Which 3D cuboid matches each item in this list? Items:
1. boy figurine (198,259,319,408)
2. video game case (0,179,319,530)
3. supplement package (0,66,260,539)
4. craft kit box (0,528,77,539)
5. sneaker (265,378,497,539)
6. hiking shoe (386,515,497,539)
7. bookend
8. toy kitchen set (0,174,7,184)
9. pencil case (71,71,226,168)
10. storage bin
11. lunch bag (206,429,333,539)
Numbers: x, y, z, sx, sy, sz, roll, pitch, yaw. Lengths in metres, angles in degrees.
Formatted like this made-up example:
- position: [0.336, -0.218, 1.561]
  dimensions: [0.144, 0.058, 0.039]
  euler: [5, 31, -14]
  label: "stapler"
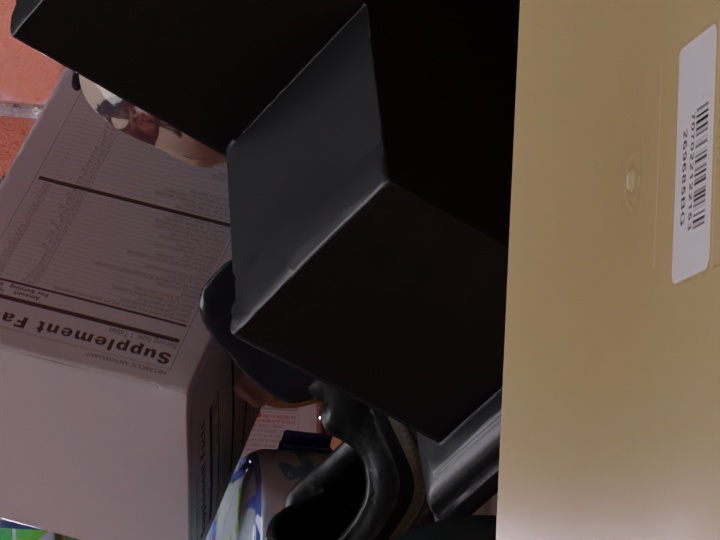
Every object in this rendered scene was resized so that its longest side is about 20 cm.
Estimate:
- position: [0.000, 0.000, 0.996]
  dimensions: [0.125, 0.064, 0.200]
  euler: [-50, -4, 10]
  label: "boy figurine"
- position: [-0.120, 0.046, 1.349]
  dimensions: [0.046, 0.198, 0.183]
  euler: [109, 163, -62]
  label: "video game case"
- position: [-0.088, 0.002, 1.060]
  dimensions: [0.110, 0.113, 0.201]
  euler: [93, -165, -46]
  label: "supplement package"
- position: [-0.112, 0.227, 1.329]
  dimensions: [0.198, 0.048, 0.200]
  euler: [55, -174, -22]
  label: "craft kit box"
- position: [0.007, 0.113, 0.915]
  dimensions: [0.074, 0.087, 0.201]
  euler: [-108, 25, -66]
  label: "sneaker"
- position: [0.002, 0.114, 0.771]
  dimensions: [0.200, 0.074, 0.087]
  euler: [-46, 9, 46]
  label: "hiking shoe"
- position: [-0.025, -0.054, 0.810]
  dimensions: [0.092, 0.198, 0.201]
  euler: [-43, 34, 30]
  label: "bookend"
- position: [-0.099, -0.084, 1.275]
  dimensions: [0.200, 0.179, 0.164]
  euler: [-117, 32, -48]
  label: "toy kitchen set"
- position: [-0.054, -0.138, 0.927]
  dimensions: [0.090, 0.077, 0.201]
  euler: [57, 146, 37]
  label: "pencil case"
- position: [0.091, -0.014, 0.480]
  dimensions: [0.199, 0.093, 0.202]
  euler: [150, 125, -77]
  label: "storage bin"
- position: [-0.024, 0.153, 1.082]
  dimensions: [0.200, 0.082, 0.162]
  euler: [136, 135, -76]
  label: "lunch bag"
